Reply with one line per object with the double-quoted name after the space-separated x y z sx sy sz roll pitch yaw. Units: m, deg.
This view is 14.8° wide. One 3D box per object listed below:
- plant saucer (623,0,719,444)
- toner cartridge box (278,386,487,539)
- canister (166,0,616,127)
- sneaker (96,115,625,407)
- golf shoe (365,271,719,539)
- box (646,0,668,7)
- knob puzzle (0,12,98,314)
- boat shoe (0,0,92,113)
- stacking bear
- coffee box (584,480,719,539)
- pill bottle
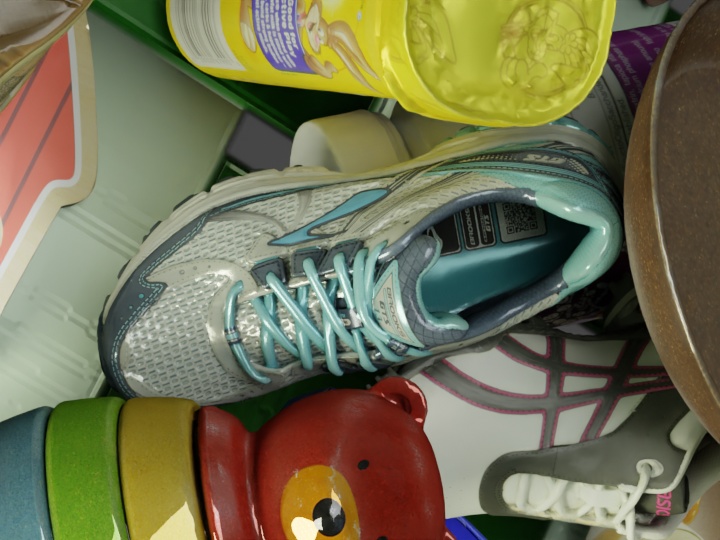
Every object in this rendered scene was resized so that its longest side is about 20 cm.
0.151 -0.005 0.993 0.200 0.037 0.201 22 60 -45 "plant saucer"
-0.046 0.149 1.040 0.095 0.043 0.200 45 66 -11 "toner cartridge box"
0.008 -0.133 1.010 0.086 0.200 0.149 6 94 -29 "canister"
0.000 0.000 0.975 0.200 0.086 0.078 -22 108 2 "sneaker"
0.076 0.061 1.019 0.200 0.077 0.088 -20 55 -14 "golf shoe"
0.172 -0.191 1.111 0.100 0.200 0.096 -36 95 -25 "box"
-0.181 -0.081 1.024 0.219 0.030 0.220 4 79 -24 "knob puzzle"
-0.149 -0.084 0.977 0.071 0.065 0.200 39 81 -8 "boat shoe"
-0.068 0.092 0.956 0.199 0.114 0.122 -12 87 5 "stacking bear"
0.152 0.115 1.090 0.080 0.114 0.200 35 69 -31 "coffee box"
0.078 -0.034 1.085 0.199 0.112 0.113 -11 86 -16 "pill bottle"
